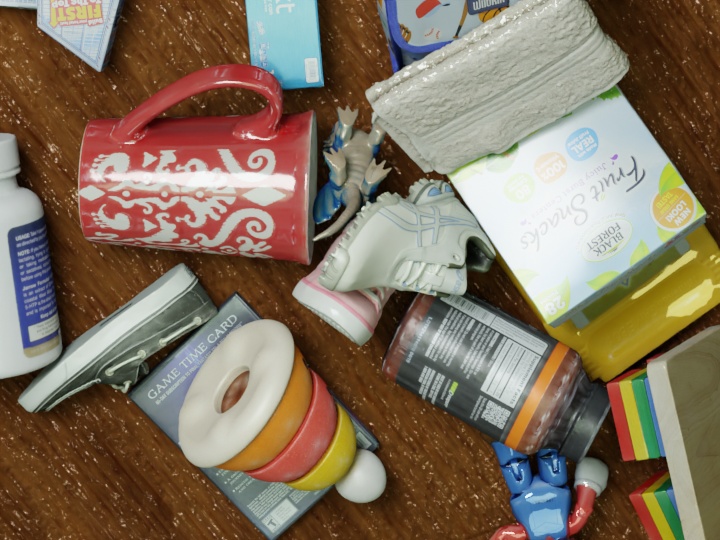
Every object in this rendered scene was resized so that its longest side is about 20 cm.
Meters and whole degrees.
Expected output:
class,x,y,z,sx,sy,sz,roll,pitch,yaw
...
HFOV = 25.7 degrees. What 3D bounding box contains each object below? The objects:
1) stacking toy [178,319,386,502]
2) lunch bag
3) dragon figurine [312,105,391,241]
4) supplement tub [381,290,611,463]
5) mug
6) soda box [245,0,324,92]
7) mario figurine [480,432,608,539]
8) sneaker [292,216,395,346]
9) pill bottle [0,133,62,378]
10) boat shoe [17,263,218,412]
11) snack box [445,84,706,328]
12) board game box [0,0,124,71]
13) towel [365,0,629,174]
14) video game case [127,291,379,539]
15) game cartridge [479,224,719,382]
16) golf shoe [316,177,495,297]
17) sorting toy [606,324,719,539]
class,x,y,z,sx,sy,sz,roll,pitch,yaw
stacking toy,-0.054,0.151,1.440,0.199,0.146,0.146,37,100,-29
lunch bag,0.093,-0.246,1.303,0.168,0.200,0.125,-15,79,-1
dragon figurine,-0.009,-0.070,1.353,0.058,0.201,0.100,8,137,-4
supplement tub,0.126,0.094,1.418,0.199,0.107,0.108,29,101,8
mug,-0.139,-0.097,1.380,0.198,0.134,0.180,2,104,2
soda box,-0.071,-0.261,1.371,0.063,0.068,0.202,-4,103,-2
mario figurine,0.169,0.234,1.506,0.123,0.106,0.202,-7,94,36
sneaker,0.000,0.000,1.372,0.075,0.200,0.105,37,93,-3
pill bottle,-0.334,-0.014,1.392,0.118,0.120,0.202,-5,103,-1
boat shoe,-0.221,0.077,1.443,0.199,0.071,0.064,-36,101,4
snack box,0.180,-0.079,1.388,0.168,0.068,0.201,-36,80,7
board game box,-0.270,-0.277,1.364,0.198,0.062,0.202,3,102,-3
towel,0.113,-0.153,1.301,0.199,0.035,0.132,-29,146,17
video game case,-0.100,0.139,1.489,0.143,0.019,0.200,-42,100,7
game cartridge,0.228,-0.016,1.458,0.176,0.032,0.201,-36,100,6
golf shoe,0.046,-0.015,1.306,0.097,0.199,0.079,42,126,15
sorting toy,0.294,0.166,1.419,0.069,0.200,0.201,-12,92,29
